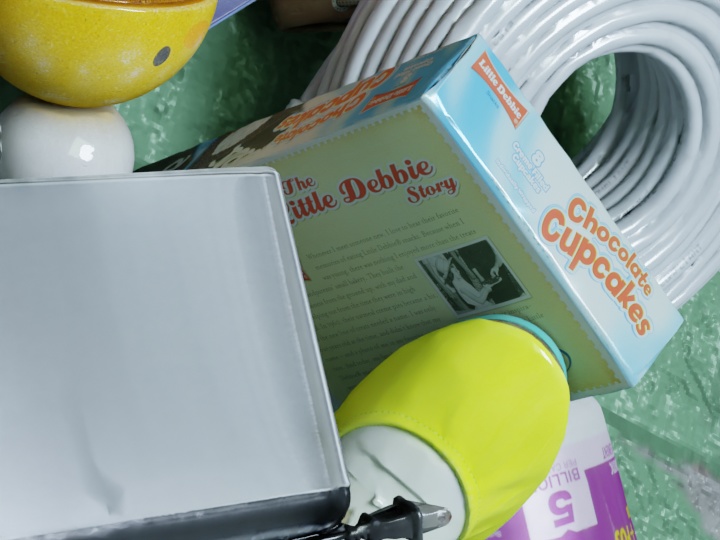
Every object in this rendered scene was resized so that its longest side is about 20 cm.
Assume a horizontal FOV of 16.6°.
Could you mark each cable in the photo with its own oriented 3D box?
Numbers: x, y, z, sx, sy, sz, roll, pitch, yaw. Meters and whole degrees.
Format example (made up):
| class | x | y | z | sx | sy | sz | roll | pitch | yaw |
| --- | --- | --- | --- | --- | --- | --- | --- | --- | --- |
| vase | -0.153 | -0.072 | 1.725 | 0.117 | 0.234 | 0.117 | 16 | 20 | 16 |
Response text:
| class | x | y | z | sx | sy | sz | roll | pitch | yaw |
| --- | --- | --- | --- | --- | --- | --- | --- | --- | --- |
| cable | 0.075 | -0.057 | 0.915 | 0.200 | 0.069 | 0.200 | 18 | 106 | -42 |

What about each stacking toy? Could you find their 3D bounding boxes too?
| class | x | y | z | sx | sy | sz | roll | pitch | yaw |
| --- | --- | --- | --- | --- | --- | --- | --- | --- | --- |
| stacking toy | -0.086 | -0.105 | 0.803 | 0.146 | 0.146 | 0.200 | -9 | 118 | -38 |

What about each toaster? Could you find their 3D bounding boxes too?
| class | x | y | z | sx | sy | sz | roll | pitch | yaw |
| --- | --- | --- | --- | --- | --- | --- | --- | --- | --- |
| toaster | -0.113 | 0.047 | 0.741 | 0.200 | 0.181 | 0.119 | -5 | 82 | -37 |

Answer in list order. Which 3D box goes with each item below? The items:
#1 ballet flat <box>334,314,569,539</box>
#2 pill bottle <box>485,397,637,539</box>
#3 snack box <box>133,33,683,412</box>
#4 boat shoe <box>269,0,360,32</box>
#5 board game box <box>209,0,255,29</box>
| class | x | y | z | sx | sy | sz | roll | pitch | yaw |
| --- | --- | --- | --- | --- | --- | --- | --- | --- | --- |
| ballet flat | -0.004 | 0.086 | 0.805 | 0.067 | 0.200 | 0.067 | 44 | 45 | -6 |
| pill bottle | 0.058 | 0.151 | 0.895 | 0.112 | 0.112 | 0.200 | -14 | 90 | -39 |
| snack box | 0.000 | 0.000 | 0.825 | 0.116 | 0.200 | 0.037 | 53 | 53 | -17 |
| boat shoe | 0.044 | -0.111 | 0.970 | 0.200 | 0.076 | 0.072 | 3 | 82 | -28 |
| board game box | -0.053 | -0.164 | 0.872 | 0.200 | 0.034 | 0.136 | -32 | 101 | -11 |
